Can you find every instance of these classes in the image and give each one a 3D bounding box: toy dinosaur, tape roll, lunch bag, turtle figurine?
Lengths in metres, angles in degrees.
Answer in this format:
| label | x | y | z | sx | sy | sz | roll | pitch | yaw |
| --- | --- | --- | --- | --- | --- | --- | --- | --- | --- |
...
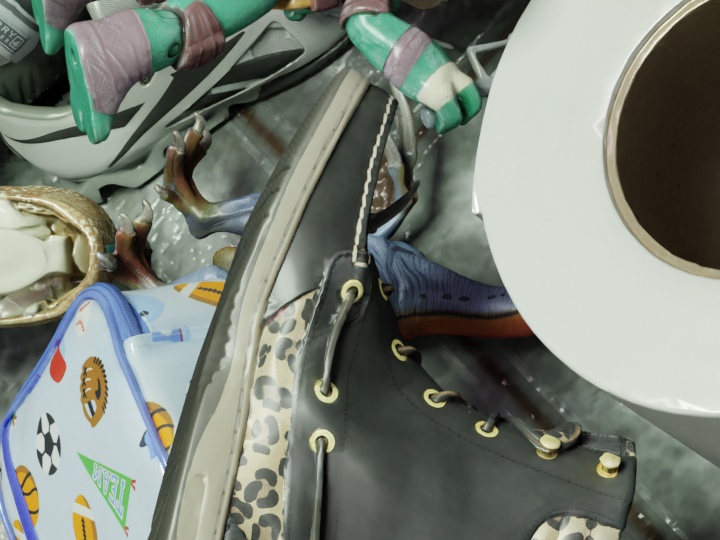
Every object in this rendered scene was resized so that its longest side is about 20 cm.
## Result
| label | x | y | z | sx | sy | sz | roll | pitch | yaw |
| --- | --- | --- | --- | --- | --- | --- | --- | --- | --- |
| toy dinosaur | 0.000 | 0.000 | 1.152 | 0.181 | 0.200 | 0.105 | 23 | 47 | 13 |
| tape roll | 0.159 | -0.028 | 1.005 | 0.202 | 0.139 | 0.203 | -12 | 66 | 28 |
| lunch bag | -0.070 | 0.115 | 1.096 | 0.160 | 0.075 | 0.200 | -52 | 51 | 46 |
| turtle figurine | -0.019 | -0.109 | 1.110 | 0.199 | 0.101 | 0.150 | -13 | 22 | -13 |

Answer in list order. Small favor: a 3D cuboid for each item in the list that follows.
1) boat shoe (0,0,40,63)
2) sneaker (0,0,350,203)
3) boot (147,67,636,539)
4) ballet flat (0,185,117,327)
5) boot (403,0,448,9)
| label | x | y | z | sx | sy | sz | roll | pitch | yaw |
| --- | --- | --- | --- | --- | --- | --- | --- | --- | --- |
| boat shoe | -0.167 | -0.143 | 1.232 | 0.057 | 0.069 | 0.200 | -51 | 35 | 2 |
| sneaker | -0.069 | -0.108 | 1.209 | 0.200 | 0.088 | 0.074 | -39 | 55 | 11 |
| boot | 0.020 | 0.044 | 1.007 | 0.150 | 0.073 | 0.201 | 19 | 71 | -6 |
| ballet flat | -0.191 | -0.004 | 1.157 | 0.199 | 0.065 | 0.071 | -8 | 93 | -12 |
| boot | 0.044 | -0.188 | 1.061 | 0.200 | 0.064 | 0.186 | -30 | 68 | -32 |
